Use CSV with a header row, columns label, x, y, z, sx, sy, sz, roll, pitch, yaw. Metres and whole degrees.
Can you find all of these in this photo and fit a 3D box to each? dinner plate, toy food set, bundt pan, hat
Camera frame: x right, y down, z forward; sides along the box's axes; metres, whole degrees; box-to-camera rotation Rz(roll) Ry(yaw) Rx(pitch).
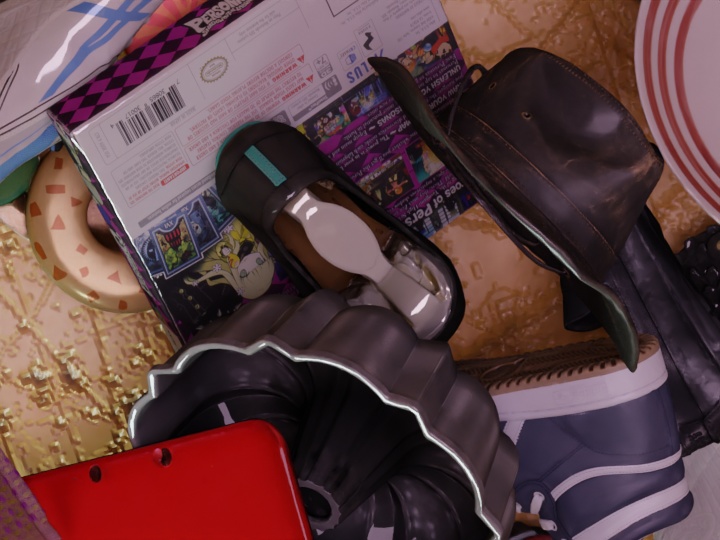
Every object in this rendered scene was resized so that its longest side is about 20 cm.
label,x,y,z,sx,sy,sz,roll,pitch,yaw
dinner plate,0.224,-0.089,1.391,0.199,0.024,0.201,4,68,-10
toy food set,-0.122,-0.096,1.476,0.200,0.049,0.198,-46,101,-1
bundt pan,-0.009,0.091,1.419,0.202,0.202,0.076,46,46,-11
hat,0.095,-0.050,1.381,0.081,0.201,0.201,-41,101,-1

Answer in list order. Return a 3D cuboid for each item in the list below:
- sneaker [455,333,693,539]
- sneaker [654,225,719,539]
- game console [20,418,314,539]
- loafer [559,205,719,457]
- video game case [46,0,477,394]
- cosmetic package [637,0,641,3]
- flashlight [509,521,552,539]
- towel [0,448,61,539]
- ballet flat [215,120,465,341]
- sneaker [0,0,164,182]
label,x,y,z,sx,sy,sz,roll,pitch,yaw
sneaker,0.078,0.101,1.476,0.199,0.070,0.109,-11,105,37
sneaker,0.189,0.077,1.537,0.071,0.072,0.201,0,85,26
game console,-0.062,0.170,1.454,0.172,0.199,0.119,28,58,-41
loafer,0.129,0.004,1.490,0.070,0.068,0.201,-34,72,8
video game case,-0.035,-0.062,1.447,0.200,0.036,0.182,-36,129,-12
cosmetic package,0.235,-0.196,1.484,0.200,0.123,0.200,40,89,-10
flashlight,0.106,0.178,1.467,0.067,0.200,0.068,-20,99,-5
towel,-0.248,0.093,1.421,0.143,0.023,0.200,-26,74,-42
ballet flat,0.000,0.000,1.437,0.068,0.068,0.200,-51,133,1
sneaker,-0.147,-0.107,1.420,0.200,0.072,0.073,-45,140,-9
